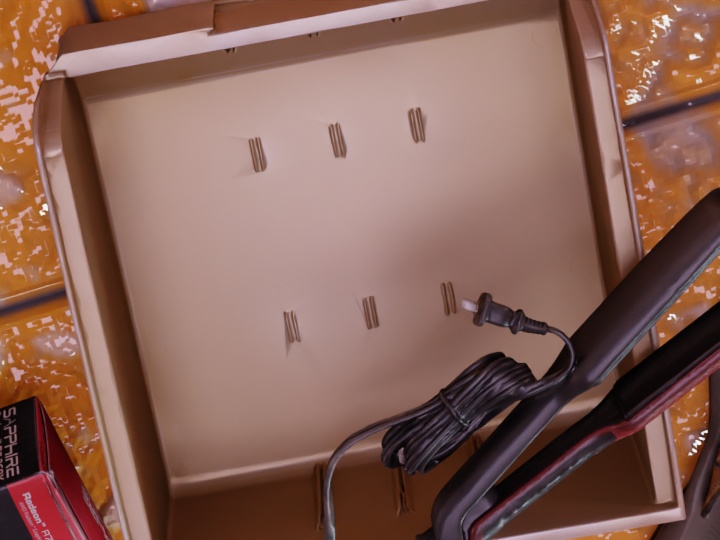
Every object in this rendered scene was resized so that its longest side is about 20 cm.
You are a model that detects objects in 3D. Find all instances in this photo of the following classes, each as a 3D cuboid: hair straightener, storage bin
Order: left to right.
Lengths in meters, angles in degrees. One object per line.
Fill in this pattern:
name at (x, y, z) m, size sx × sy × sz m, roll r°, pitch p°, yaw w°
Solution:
storage bin at (0.000, 0.000, 1.017) m, size 0.199 × 0.094 × 0.199 m, roll -10°, pitch 111°, yaw 2°
hair straightener at (0.056, 0.037, 0.969) m, size 0.200 × 0.041 × 0.077 m, roll -39°, pitch 107°, yaw 16°

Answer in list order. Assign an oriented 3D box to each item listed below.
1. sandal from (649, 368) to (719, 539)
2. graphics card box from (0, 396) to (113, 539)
sandal at (0.158, 0.075, 1.071) m, size 0.081 × 0.055 × 0.201 m, roll 20°, pitch 108°, yaw -9°
graphics card box at (-0.189, 0.134, 1.066) m, size 0.199 × 0.051 × 0.126 m, roll -20°, pitch 128°, yaw 4°
